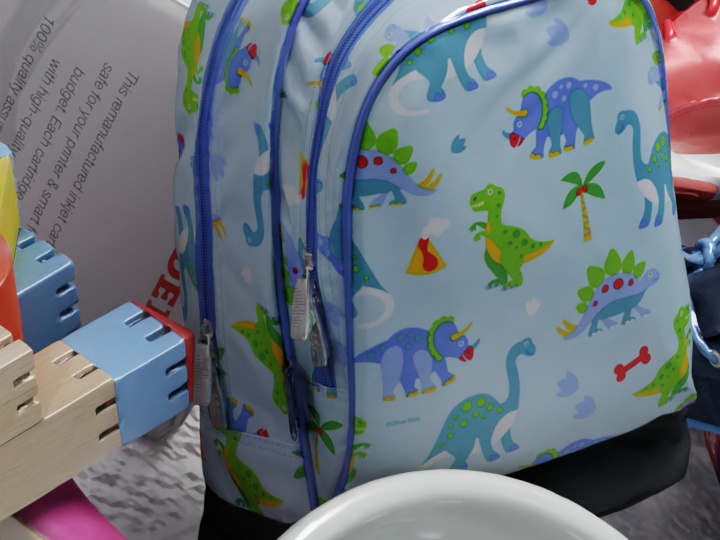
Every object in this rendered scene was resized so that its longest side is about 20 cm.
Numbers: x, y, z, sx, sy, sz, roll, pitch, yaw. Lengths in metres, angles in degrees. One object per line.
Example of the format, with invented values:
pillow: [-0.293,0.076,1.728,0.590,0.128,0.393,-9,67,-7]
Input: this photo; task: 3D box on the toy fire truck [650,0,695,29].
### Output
toy fire truck: [0.119,-0.112,1.191,0.168,0.200,0.112,14,71,-30]

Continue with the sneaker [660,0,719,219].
sneaker: [0.115,-0.079,1.017,0.200,0.116,0.078,3,-8,-7]

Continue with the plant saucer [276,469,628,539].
plant saucer: [0.028,0.157,0.791,0.200,0.050,0.200,15,62,-31]

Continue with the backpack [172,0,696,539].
backpack: [0.022,-0.017,0.844,0.163,0.200,0.154,-13,7,-22]

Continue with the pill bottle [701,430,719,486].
pill bottle: [0.191,0.095,1.002,0.112,0.113,0.200,17,32,-20]

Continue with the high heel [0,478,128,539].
high heel: [-0.082,0.074,0.855,0.200,0.067,0.096,31,38,30]

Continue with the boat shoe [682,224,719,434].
boat shoe: [0.139,0.014,0.963,0.200,0.069,0.084,18,43,27]

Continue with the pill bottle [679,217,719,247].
pill bottle: [0.184,-0.042,1.103,0.112,0.200,0.112,32,19,-13]

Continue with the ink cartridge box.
ink cartridge box: [-0.110,-0.061,0.956,0.200,0.147,0.086,30,28,1]

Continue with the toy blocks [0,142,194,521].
toy blocks: [-0.141,0.012,0.813,0.137,0.100,0.200,-31,46,-32]
